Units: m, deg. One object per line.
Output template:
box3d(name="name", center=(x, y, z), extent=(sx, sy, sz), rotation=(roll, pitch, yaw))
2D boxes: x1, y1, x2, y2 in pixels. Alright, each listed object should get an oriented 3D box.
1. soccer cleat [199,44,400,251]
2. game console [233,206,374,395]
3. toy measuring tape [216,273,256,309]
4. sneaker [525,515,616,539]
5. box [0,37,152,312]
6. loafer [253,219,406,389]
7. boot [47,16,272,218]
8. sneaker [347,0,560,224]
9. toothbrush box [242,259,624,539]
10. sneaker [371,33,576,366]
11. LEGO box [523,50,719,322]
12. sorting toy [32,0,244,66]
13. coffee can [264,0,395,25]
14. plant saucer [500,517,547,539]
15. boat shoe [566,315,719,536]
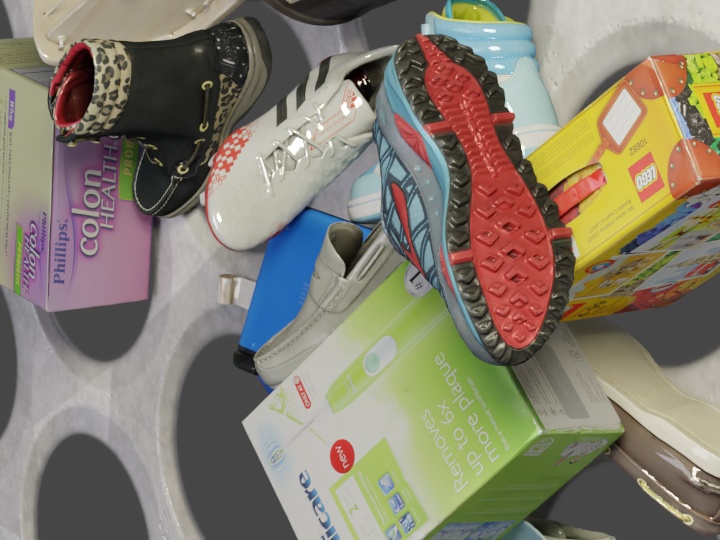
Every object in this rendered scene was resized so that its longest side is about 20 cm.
box3d(name="soccer cleat", center=(-0.034, -0.086, 1.671), extent=(0.085, 0.200, 0.069), rotation=(-20, 112, 45))
box3d(name="game console", center=(0.027, 0.066, 1.682), extent=(0.200, 0.118, 0.171), rotation=(20, 95, 36))
box3d(name="toy measuring tape", center=(-0.065, 0.039, 1.821), extent=(0.200, 0.073, 0.074), rotation=(22, 114, 49))
box3d(name="sneaker", center=(0.099, 0.216, 1.644), extent=(0.200, 0.074, 0.116), rotation=(-11, 85, 44))
box3d(name="box", center=(-0.256, -0.082, 2.026), extent=(0.200, 0.096, 0.176), rotation=(25, 116, 51))
box3d(name="loafer", center=(0.000, 0.000, 1.584), extent=(0.070, 0.070, 0.200), rotation=(45, 113, -11))
box3d(name="boot", center=(-0.168, -0.109, 1.860), extent=(0.074, 0.153, 0.204), rotation=(62, 139, 25))
box3d(name="sneaker", center=(0.055, -0.105, 1.636), extent=(0.200, 0.079, 0.131), rotation=(-20, 77, 49))
box3d(name="toothbrush box", center=(0.041, 0.095, 1.532), extent=(0.200, 0.086, 0.146), rotation=(-45, 60, 33))
box3d(name="sneaker", center=(0.058, -0.029, 1.410), extent=(0.096, 0.079, 0.200), rotation=(124, 137, -54))
box3d(name="LEGO box", center=(0.171, -0.046, 1.429), extent=(0.200, 0.149, 0.077), rotation=(-40, 65, 49))
box3d(name="sorting toy", center=(-0.152, -0.266, 1.864), extent=(0.200, 0.107, 0.180), rotation=(-35, 55, 35))
box3d(name="coffee can", center=(0.024, -0.247, 1.588), extent=(0.200, 0.146, 0.147), rotation=(-13, 86, 53))
box3d(name="plant saucer", center=(0.082, 0.238, 1.586), extent=(0.201, 0.039, 0.202), rotation=(6, 99, 43))
box3d(name="boat shoe", center=(0.160, 0.084, 1.535), extent=(0.200, 0.072, 0.060), rotation=(39, 123, 35))
